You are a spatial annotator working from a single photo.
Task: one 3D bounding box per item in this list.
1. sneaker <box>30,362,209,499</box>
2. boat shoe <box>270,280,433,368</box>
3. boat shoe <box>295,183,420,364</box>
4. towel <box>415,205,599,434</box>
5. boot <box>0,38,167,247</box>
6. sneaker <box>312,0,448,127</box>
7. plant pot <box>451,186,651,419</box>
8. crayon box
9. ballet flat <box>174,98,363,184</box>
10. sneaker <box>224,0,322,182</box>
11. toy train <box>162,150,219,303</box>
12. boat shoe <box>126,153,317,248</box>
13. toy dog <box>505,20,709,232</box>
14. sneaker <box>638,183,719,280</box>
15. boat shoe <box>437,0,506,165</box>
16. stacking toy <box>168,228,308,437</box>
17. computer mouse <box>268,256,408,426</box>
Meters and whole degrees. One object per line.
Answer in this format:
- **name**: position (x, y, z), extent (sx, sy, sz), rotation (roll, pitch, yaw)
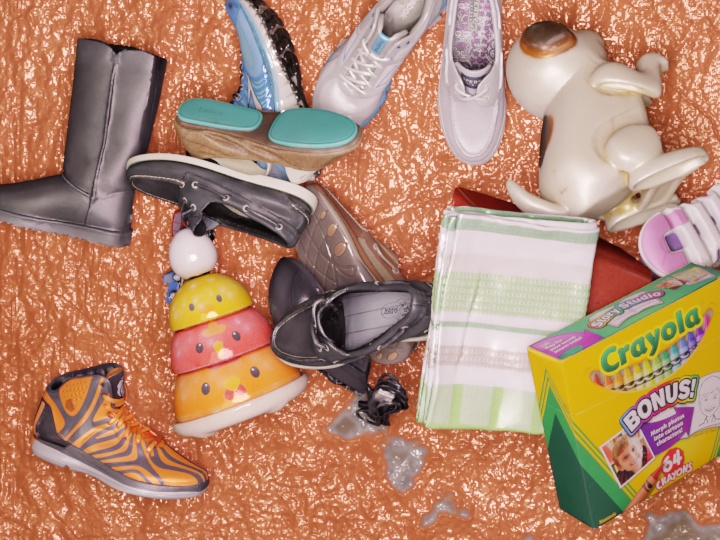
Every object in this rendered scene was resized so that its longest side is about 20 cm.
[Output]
- **sneaker**: position (-0.245, 0.163, 1.669), extent (0.199, 0.078, 0.113), rotation (17, 101, 5)
- **boat shoe**: position (-0.012, 0.049, 1.498), extent (0.198, 0.066, 0.075), rotation (-7, 79, 31)
- **boat shoe**: position (0.000, 0.000, 1.616), extent (0.076, 0.072, 0.201), rotation (-34, 85, 42)
- **towel**: position (0.133, 0.048, 1.428), extent (0.148, 0.031, 0.202), rotation (5, 100, -13)
- **boot**: position (-0.295, -0.140, 1.636), extent (0.164, 0.066, 0.202), rotation (12, 103, -2)
- **sneaker**: position (0.013, -0.217, 1.573), extent (0.075, 0.087, 0.201), rotation (34, 103, 0)
- **plant pot**: position (0.172, 0.042, 1.545), extent (0.175, 0.200, 0.201), rotation (8, 100, -6)
- **crayon box**: position (0.259, 0.111, 1.460), extent (0.199, 0.058, 0.174), rotation (-25, 116, -24)
- **ballet flat**: position (-0.087, -0.120, 1.555), extent (0.198, 0.068, 0.073), rotation (7, 133, 18)
- **sneaker**: position (-0.105, -0.178, 1.601), extent (0.089, 0.078, 0.201), rotation (-15, 96, 13)
- **toy train**: position (-0.173, -0.048, 1.650), extent (0.045, 0.034, 0.202), rotation (11, 99, 10)
- **boat shoe**: position (-0.145, -0.063, 1.580), extent (0.198, 0.075, 0.067), rotation (14, 70, 6)
- **toy dog**: position (0.209, -0.142, 1.529), extent (0.193, 0.140, 0.201), rotation (-20, 70, -4)
- **sneaker**: position (0.352, -0.042, 1.559), extent (0.199, 0.089, 0.081), rotation (-22, 75, -11)
- **boat shoe**: position (0.112, -0.197, 1.563), extent (0.071, 0.069, 0.202), rotation (8, 108, 6)
- **stacking toy**: position (-0.149, 0.055, 1.608), extent (0.145, 0.146, 0.201), rotation (-20, 92, 10)
- **computer mouse**: position (-0.036, 0.078, 1.608), extent (0.053, 0.139, 0.200), rotation (-35, 83, -16)
